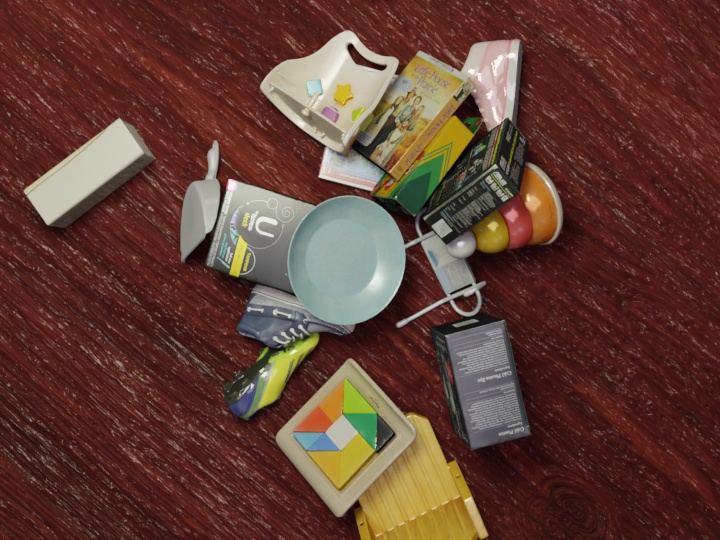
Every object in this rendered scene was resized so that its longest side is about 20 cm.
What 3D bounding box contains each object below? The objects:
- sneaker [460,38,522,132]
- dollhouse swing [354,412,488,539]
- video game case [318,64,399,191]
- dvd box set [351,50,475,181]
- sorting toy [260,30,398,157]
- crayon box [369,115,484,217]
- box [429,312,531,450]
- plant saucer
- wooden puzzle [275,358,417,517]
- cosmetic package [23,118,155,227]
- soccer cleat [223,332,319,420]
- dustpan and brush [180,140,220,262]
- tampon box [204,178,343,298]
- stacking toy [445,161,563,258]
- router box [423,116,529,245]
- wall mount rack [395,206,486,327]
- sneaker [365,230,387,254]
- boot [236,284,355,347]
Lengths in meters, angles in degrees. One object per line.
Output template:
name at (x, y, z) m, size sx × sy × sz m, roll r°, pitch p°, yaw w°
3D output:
sneaker at (0.216, -0.290, 1.633) m, size 0.102 × 0.075 × 0.205 m, roll 6°, pitch 99°, yaw 14°
dollhouse swing at (0.078, 0.372, 1.599) m, size 0.197 × 0.182 × 0.178 m, roll -24°, pitch 112°, yaw 0°
video game case at (0.017, -0.242, 1.653) m, size 0.140 × 0.017 × 0.204 m, roll 14°, pitch 91°, yaw -2°
dvd box set at (0.080, -0.257, 1.583) m, size 0.201 × 0.146 × 0.029 m, roll -50°, pitch 133°, yaw 1°
sorting toy at (-0.030, -0.305, 1.595) m, size 0.199 × 0.107 × 0.181 m, roll 36°, pitch 85°, yaw 25°
crayon box at (0.108, -0.187, 1.591) m, size 0.051 × 0.127 × 0.201 m, roll 39°, pitch 83°, yaw -19°
box at (0.191, 0.176, 1.573) m, size 0.102 × 0.200 × 0.186 m, roll -14°, pitch 91°, yaw -2°
plant saucer at (-0.025, -0.017, 1.530) m, size 0.197 × 0.039 × 0.206 m, roll -2°, pitch 97°, yaw -19°
wooden puzzle at (-0.029, 0.278, 1.616) m, size 0.200 × 0.037 × 0.185 m, roll -47°, pitch 64°, yaw 2°
cosmetic package at (-0.448, -0.160, 1.604) m, size 0.199 × 0.104 × 0.074 m, roll -38°, pitch 91°, yaw -1°
soccer cleat at (-0.145, 0.174, 1.646) m, size 0.199 × 0.065 × 0.084 m, roll -41°, pitch 125°, yaw -6°
dustpan and brush at (-0.260, -0.127, 1.613) m, size 0.056 × 0.139 × 0.204 m, roll 4°, pitch 71°, yaw -27°
tampon box at (-0.139, -0.050, 1.599) m, size 0.196 × 0.126 × 0.153 m, roll 16°, pitch 92°, yaw -2°
stacking toy at (0.218, -0.079, 1.569) m, size 0.198 × 0.146 × 0.148 m, roll -26°, pitch 92°, yaw -24°
router box at (0.187, -0.145, 1.533) m, size 0.149 × 0.201 × 0.062 m, roll -37°, pitch 106°, yaw 30°
wall mount rack at (0.115, 0.004, 1.637) m, size 0.172 × 0.074 × 0.203 m, roll -26°, pitch 90°, yaw 37°
sneaker at (0.000, 0.000, 1.634) m, size 0.076 × 0.089 × 0.201 m, roll 31°, pitch 111°, yaw -22°
boot at (-0.108, 0.095, 1.603) m, size 0.197 × 0.073 × 0.092 m, roll 17°, pitch 73°, yaw 25°
